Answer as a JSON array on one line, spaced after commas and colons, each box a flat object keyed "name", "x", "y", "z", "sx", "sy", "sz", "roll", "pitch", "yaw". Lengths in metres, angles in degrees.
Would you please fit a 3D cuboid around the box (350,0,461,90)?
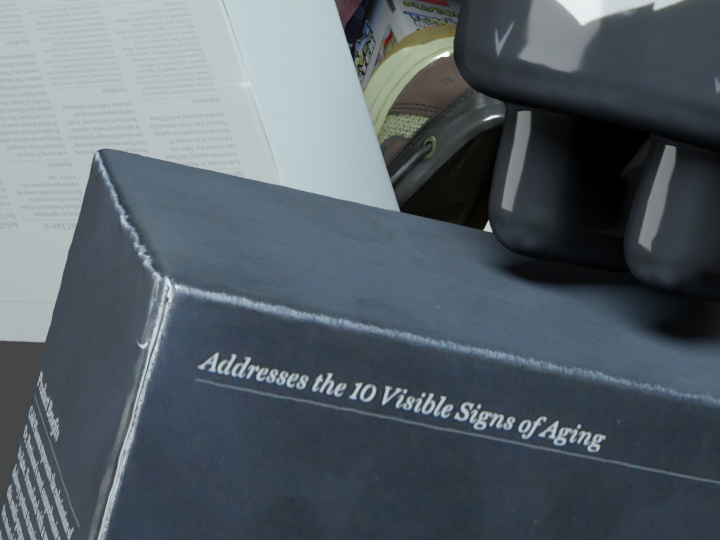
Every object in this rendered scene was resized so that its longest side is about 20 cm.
[{"name": "box", "x": 0.000, "y": 0.000, "z": 1.138, "sx": 0.110, "sy": 0.035, "sz": 0.200, "roll": -108, "pitch": 35, "yaw": -58}]

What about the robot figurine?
[{"name": "robot figurine", "x": 0.093, "y": -0.094, "z": 0.764, "sx": 0.125, "sy": 0.150, "sz": 0.200, "roll": -133, "pitch": 56, "yaw": -83}]

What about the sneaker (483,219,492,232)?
[{"name": "sneaker", "x": 0.068, "y": -0.002, "z": 0.884, "sx": 0.200, "sy": 0.072, "sz": 0.072, "roll": -62, "pitch": 3, "yaw": 25}]

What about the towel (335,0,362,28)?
[{"name": "towel", "x": -0.008, "y": -0.180, "z": 1.116, "sx": 0.144, "sy": 0.023, "sz": 0.200, "roll": -65, "pitch": -21, "yaw": -46}]

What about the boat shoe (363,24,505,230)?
[{"name": "boat shoe", "x": 0.009, "y": 0.015, "z": 1.038, "sx": 0.065, "sy": 0.073, "sz": 0.200, "roll": -112, "pitch": 33, "yaw": -59}]

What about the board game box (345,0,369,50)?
[{"name": "board game box", "x": -0.051, "y": -0.144, "z": 1.225, "sx": 0.034, "sy": 0.135, "sz": 0.200, "roll": 126, "pitch": 151, "yaw": -55}]

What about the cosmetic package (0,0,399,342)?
[{"name": "cosmetic package", "x": -0.082, "y": -0.051, "z": 1.015, "sx": 0.200, "sy": 0.052, "sz": 0.151, "roll": 1, "pitch": 113, "yaw": 46}]

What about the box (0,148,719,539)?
[{"name": "box", "x": 0.008, "y": 0.094, "z": 0.783, "sx": 0.124, "sy": 0.200, "sz": 0.197, "roll": -124, "pitch": 48, "yaw": -67}]
